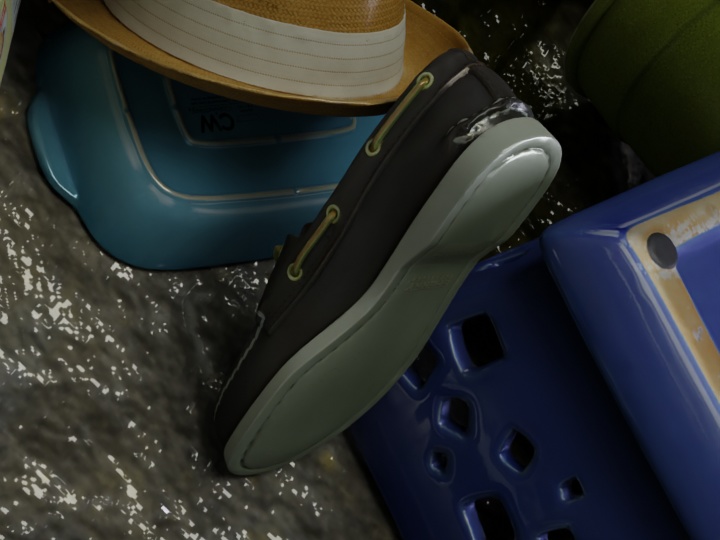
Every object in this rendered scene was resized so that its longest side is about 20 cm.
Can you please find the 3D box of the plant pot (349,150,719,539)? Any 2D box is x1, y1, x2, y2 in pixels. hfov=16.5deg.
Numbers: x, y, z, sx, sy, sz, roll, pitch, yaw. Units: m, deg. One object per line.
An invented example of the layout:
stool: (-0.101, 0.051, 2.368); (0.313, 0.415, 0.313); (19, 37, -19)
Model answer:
plant pot: (0.135, 0.060, 1.075); (0.199, 0.180, 0.201); (-21, 80, -42)

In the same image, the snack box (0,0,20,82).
snack box: (-0.160, -0.094, 0.955); (0.037, 0.116, 0.201); (9, 65, -1)

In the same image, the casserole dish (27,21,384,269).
casserole dish: (-0.052, -0.067, 1.092); (0.199, 0.039, 0.122); (-8, 72, -39)

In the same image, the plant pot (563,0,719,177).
plant pot: (0.229, -0.068, 1.178); (0.200, 0.200, 0.194); (-13, 65, -41)

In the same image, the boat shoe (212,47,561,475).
boat shoe: (0.000, 0.000, 1.006); (0.072, 0.201, 0.061); (3, 43, -54)

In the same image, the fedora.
fedora: (-0.039, -0.136, 1.041); (0.199, 0.082, 0.201); (12, 26, -6)
